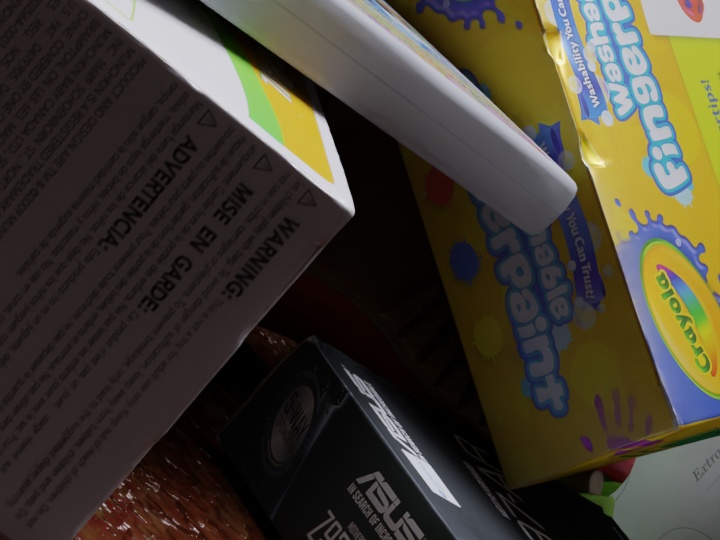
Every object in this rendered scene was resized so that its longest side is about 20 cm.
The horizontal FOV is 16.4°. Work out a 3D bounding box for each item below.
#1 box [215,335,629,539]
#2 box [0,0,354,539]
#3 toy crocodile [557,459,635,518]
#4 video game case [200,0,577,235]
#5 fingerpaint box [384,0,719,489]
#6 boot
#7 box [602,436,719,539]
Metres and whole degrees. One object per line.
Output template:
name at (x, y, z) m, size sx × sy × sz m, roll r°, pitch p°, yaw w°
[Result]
box at (0.061, 0.118, 0.709) m, size 0.160 × 0.044 × 0.200 m, roll 33°, pitch 13°, yaw -42°
box at (-0.081, -0.032, 0.625) m, size 0.101 × 0.113 × 0.200 m, roll 39°, pitch 9°, yaw -15°
toy crocodile at (0.085, 0.018, 0.886) m, size 0.062 × 0.201 × 0.067 m, roll 1°, pitch -21°, yaw 39°
video game case at (-0.044, -0.099, 0.666) m, size 0.182 × 0.024 × 0.200 m, roll 47°, pitch 9°, yaw 36°
fingerpaint box at (0.091, -0.046, 0.791) m, size 0.167 × 0.073 × 0.201 m, roll -9°, pitch 78°, yaw -46°
boot at (0.000, 0.000, 0.827) m, size 0.200 × 0.075 × 0.107 m, roll 38°, pitch -25°, yaw -12°
box at (0.158, 0.079, 0.920) m, size 0.106 × 0.152 × 0.200 m, roll 31°, pitch 15°, yaw -47°
